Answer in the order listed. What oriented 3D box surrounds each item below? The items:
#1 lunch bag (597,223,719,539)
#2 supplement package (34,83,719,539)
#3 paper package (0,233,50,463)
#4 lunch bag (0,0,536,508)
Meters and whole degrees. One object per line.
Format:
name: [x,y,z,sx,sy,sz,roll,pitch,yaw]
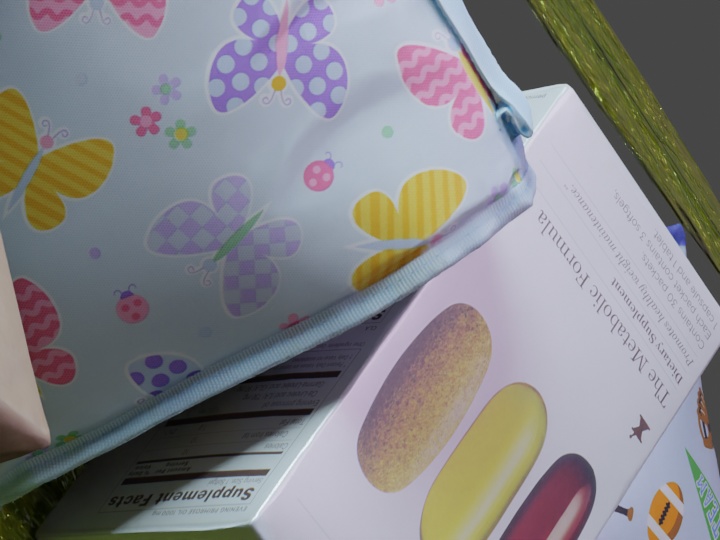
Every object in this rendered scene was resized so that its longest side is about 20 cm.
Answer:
lunch bag: [0.047,0.074,1.119,0.200,0.124,0.171,-4,82,-45]
supplement package: [0.011,0.051,0.949,0.114,0.109,0.200,53,54,-24]
paper package: [-0.177,-0.049,0.698,0.191,0.103,0.200,40,27,-54]
lunch bag: [-0.064,-0.053,0.883,0.170,0.200,0.127,57,17,-17]
